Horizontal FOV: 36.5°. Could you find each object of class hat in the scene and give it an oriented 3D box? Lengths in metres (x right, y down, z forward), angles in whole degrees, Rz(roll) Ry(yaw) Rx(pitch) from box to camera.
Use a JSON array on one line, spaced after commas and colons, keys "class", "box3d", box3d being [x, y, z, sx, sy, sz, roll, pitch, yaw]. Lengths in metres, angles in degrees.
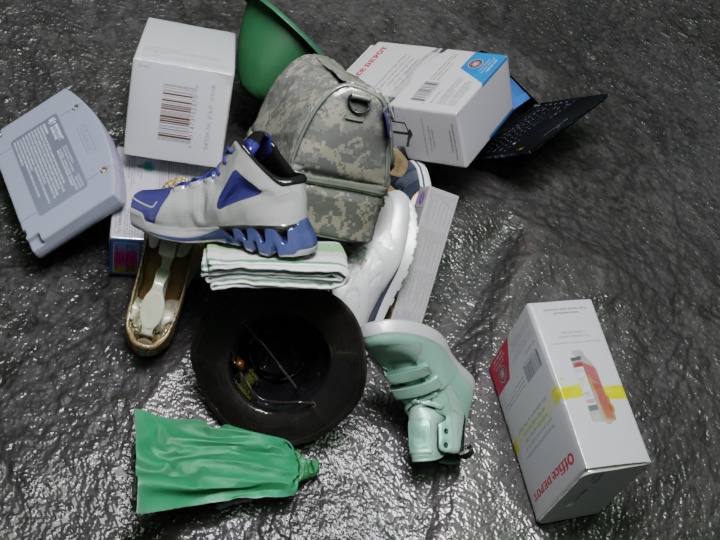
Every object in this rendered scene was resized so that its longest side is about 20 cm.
[{"class": "hat", "box3d": [-0.137, -0.224, 1.347, 0.176, 0.166, 0.200, -48, 39, -1]}, {"class": "hat", "box3d": [-0.078, 0.089, 1.180, 0.199, 0.202, 0.081, 25, 21, 4]}]

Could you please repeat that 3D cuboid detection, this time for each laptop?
[{"class": "laptop", "box3d": [0.197, -0.233, 1.485, 0.177, 0.199, 0.104, -36, 112, -30]}]

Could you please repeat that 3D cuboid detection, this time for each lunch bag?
[{"class": "lunch bag", "box3d": [-0.042, -0.141, 1.204, 0.138, 0.170, 0.200, 8, 19, -20]}]

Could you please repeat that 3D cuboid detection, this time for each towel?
[{"class": "towel", "box3d": [-0.092, -0.019, 1.153, 0.147, 0.031, 0.200, 3, 16, -7]}]

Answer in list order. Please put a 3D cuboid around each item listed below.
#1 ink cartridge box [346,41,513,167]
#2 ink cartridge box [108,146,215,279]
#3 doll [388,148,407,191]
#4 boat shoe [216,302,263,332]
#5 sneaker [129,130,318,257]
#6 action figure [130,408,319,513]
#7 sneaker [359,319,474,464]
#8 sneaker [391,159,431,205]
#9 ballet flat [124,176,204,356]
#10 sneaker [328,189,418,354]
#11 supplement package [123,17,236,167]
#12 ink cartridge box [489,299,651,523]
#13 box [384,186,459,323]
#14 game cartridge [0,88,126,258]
[{"class": "ink cartridge box", "box3d": [0.076, -0.217, 1.408, 0.198, 0.085, 0.146, 13, 45, 32]}, {"class": "ink cartridge box", "box3d": [-0.193, -0.064, 1.291, 0.197, 0.077, 0.138, 3, 56, -10]}, {"class": "doll", "box3d": [-0.028, -0.143, 1.359, 0.199, 0.138, 0.048, 23, 4, 42]}, {"class": "boat shoe", "box3d": [-0.080, 0.031, 1.263, 0.199, 0.063, 0.074, -20, 63, -25]}, {"class": "sneaker", "box3d": [-0.131, -0.086, 1.107, 0.197, 0.117, 0.080, 8, 15, 20]}, {"class": "action figure", "box3d": [-0.137, 0.205, 1.136, 0.198, 0.055, 0.119, 6, 53, -19]}, {"class": "sneaker", "box3d": [0.064, 0.136, 1.166, 0.073, 0.200, 0.119, -14, 53, 32]}, {"class": "sneaker", "box3d": [0.042, -0.059, 1.342, 0.079, 0.079, 0.202, 12, 55, -18]}, {"class": "ballet flat", "box3d": [-0.210, -0.003, 1.190, 0.070, 0.065, 0.202, 11, 91, -8]}, {"class": "sneaker", "box3d": [0.000, 0.000, 1.234, 0.080, 0.076, 0.202, 21, 89, -26]}, {"class": "supplement package", "box3d": [-0.213, -0.217, 1.316, 0.116, 0.118, 0.200, 7, 25, -9]}, {"class": "ink cartridge box", "box3d": [0.224, 0.155, 1.205, 0.082, 0.146, 0.202, -3, 57, -17]}, {"class": "box", "box3d": [0.064, 0.004, 1.267, 0.041, 0.039, 0.202, 16, 88, -16]}, {"class": "game cartridge", "box3d": [-0.346, -0.119, 1.265, 0.133, 0.041, 0.201, -34, 54, 3]}]
